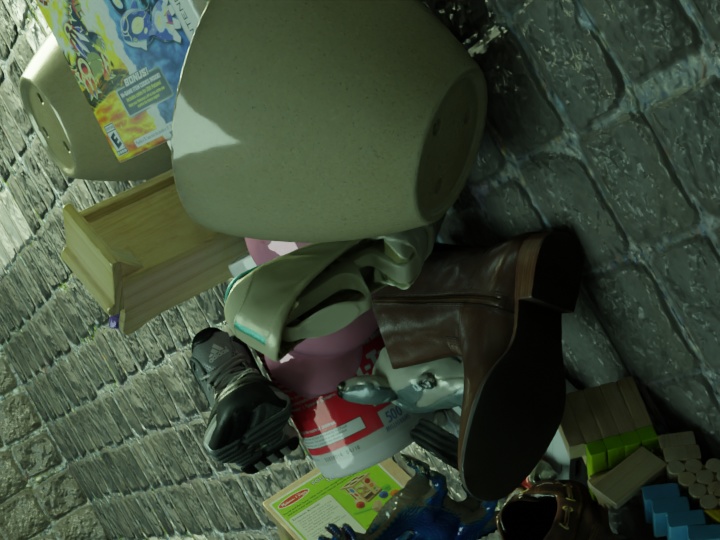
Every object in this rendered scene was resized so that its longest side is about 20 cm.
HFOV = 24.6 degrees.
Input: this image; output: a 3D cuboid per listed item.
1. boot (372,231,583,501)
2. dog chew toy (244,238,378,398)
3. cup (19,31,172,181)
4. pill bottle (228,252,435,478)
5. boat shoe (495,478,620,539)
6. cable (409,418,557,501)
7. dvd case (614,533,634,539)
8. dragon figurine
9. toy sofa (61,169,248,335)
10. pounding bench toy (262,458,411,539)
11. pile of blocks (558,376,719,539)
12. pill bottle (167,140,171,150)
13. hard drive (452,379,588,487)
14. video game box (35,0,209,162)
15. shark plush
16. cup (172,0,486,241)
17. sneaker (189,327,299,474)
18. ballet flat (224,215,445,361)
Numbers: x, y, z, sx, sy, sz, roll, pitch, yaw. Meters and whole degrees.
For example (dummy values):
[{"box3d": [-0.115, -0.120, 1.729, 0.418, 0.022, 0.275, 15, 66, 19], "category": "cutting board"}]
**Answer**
[{"box3d": [0.060, 0.062, 1.123, 0.064, 0.187, 0.200, 29, 163, -27], "category": "boot"}, {"box3d": [-0.031, 0.008, 1.265, 0.124, 0.124, 0.201, 38, 132, 44], "category": "dog chew toy"}, {"box3d": [-0.222, -0.160, 1.495, 0.200, 0.143, 0.201, 47, 156, 29], "category": "cup"}, {"box3d": [-0.028, 0.064, 1.390, 0.201, 0.112, 0.112, 62, 159, -5], "category": "pill bottle"}, {"box3d": [0.124, 0.170, 1.082, 0.070, 0.071, 0.200, 31, 180, -7], "category": "boat shoe"}, {"box3d": [0.099, 0.141, 1.260, 0.097, 0.050, 0.200, 33, 177, -9], "category": "cable"}, {"box3d": [0.169, 0.220, 1.106, 0.200, 0.148, 0.016, 11, 108, 62], "category": "dvd case"}, {"box3d": [0.060, 0.207, 1.278, 0.199, 0.100, 0.059, 23, 179, -29], "category": "dragon figurine"}, {"box3d": [-0.153, -0.036, 1.423, 0.083, 0.199, 0.098, 46, 150, 29], "category": "toy sofa"}, {"box3d": [-0.027, 0.293, 1.561, 0.124, 0.199, 0.157, 38, 149, 43], "category": "pounding bench toy"}, {"box3d": [0.196, 0.149, 1.040, 0.200, 0.082, 0.062, 39, 152, 42], "category": "pile of blocks"}, {"box3d": [-0.112, -0.152, 1.299, 0.113, 0.113, 0.201, 24, 139, 56], "category": "pill bottle"}, {"box3d": [0.101, 0.085, 1.247, 0.200, 0.026, 0.132, 44, 153, 35], "category": "hard drive"}, {"box3d": [-0.157, -0.184, 1.178, 0.200, 0.047, 0.183, -16, 101, 55], "category": "video game box"}, {"box3d": [0.078, 0.078, 1.219, 0.199, 0.091, 0.083, -7, 134, 45], "category": "shark plush"}, {"box3d": [-0.005, -0.099, 1.042, 0.143, 0.201, 0.201, 21, 142, 22], "category": "cup"}, {"box3d": [-0.108, 0.093, 1.327, 0.116, 0.075, 0.200, 60, 172, 16], "category": "sneaker"}, {"box3d": [0.000, 0.000, 1.126, 0.069, 0.200, 0.070, 42, 150, 31], "category": "ballet flat"}]
